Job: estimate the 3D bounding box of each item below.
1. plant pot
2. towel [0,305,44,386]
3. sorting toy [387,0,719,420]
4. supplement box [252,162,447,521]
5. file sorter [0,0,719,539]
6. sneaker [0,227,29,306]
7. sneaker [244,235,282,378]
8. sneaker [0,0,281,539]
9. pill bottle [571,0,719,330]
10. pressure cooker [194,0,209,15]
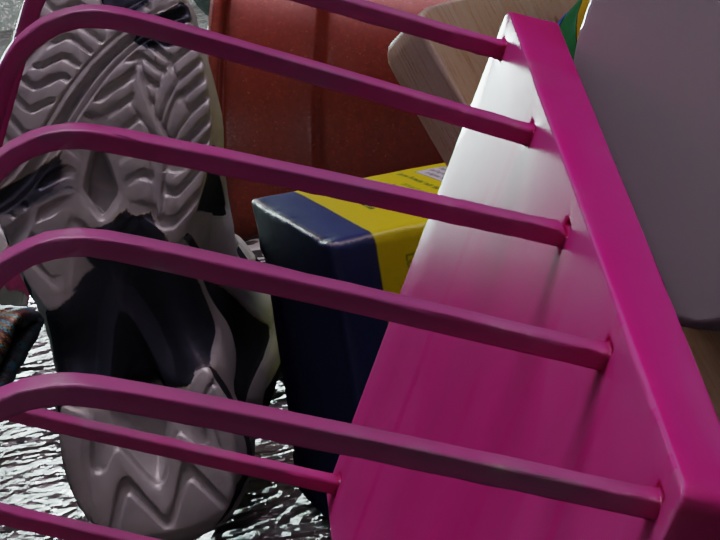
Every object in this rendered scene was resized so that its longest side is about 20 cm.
[{"bbox_3d":[0.040,-0.079,1.069,0.195,0.201,0.201,2,13,9],"label":"plant pot"},{"bbox_3d":[-0.210,0.065,0.742,0.200,0.022,0.147,1,54,38],"label":"towel"},{"bbox_3d":[0.141,-0.017,0.619,0.199,0.200,0.070,-18,-18,-38],"label":"sorting toy"},{"bbox_3d":[0.078,0.016,0.745,0.200,0.109,0.110,-11,12,-13],"label":"supplement box"},{"bbox_3d":[-0.026,0.034,0.445,0.125,0.139,0.200,14,26,-12],"label":"file sorter"},{"bbox_3d":[-0.247,0.020,1.056,0.200,0.081,0.088,-12,10,29],"label":"sneaker"},{"bbox_3d":[0.000,0.000,0.959,0.200,0.076,0.115,-10,13,5],"label":"sneaker"},{"bbox_3d":[-0.072,-0.009,0.786,0.079,0.199,0.130,-14,0,3],"label":"sneaker"},{"bbox_3d":[0.156,-0.033,0.516,0.200,0.116,0.116,1,5,-31],"label":"pill bottle"},{"bbox_3d":[-0.108,-0.364,2.495,0.200,0.176,0.179,-4,57,35],"label":"pressure cooker"}]
